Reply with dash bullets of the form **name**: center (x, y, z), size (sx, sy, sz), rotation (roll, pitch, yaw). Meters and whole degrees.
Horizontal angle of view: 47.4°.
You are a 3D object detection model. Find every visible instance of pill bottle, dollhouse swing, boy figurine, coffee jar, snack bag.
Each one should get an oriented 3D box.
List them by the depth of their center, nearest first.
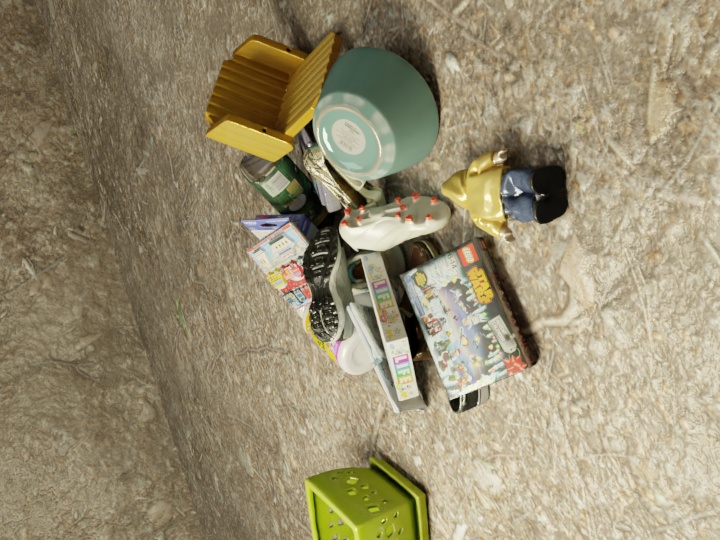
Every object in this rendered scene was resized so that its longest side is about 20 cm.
- **boy figurine**: center (0.184, -0.100, 1.097), size (0.199, 0.064, 0.126), rotation (11, 115, 59)
- **dollhouse swing**: center (-0.149, -0.325, 1.386), size (0.176, 0.179, 0.203), rotation (128, 158, -59)
- **snack bag**: center (0.050, 0.151, 1.401), size (0.202, 0.021, 0.188), rotation (65, -167, 15)
- **coffee jar**: center (-0.130, -0.145, 1.517), size (0.104, 0.085, 0.200), rotation (46, 179, 44)
- **pill bottle**: center (-0.044, 0.107, 1.570), size (0.200, 0.103, 0.106), rotation (38, 137, 47)

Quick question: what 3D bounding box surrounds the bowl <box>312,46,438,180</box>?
- **bowl**: center (0.007, -0.215, 1.221), size (0.198, 0.105, 0.203), rotation (21, 137, 21)

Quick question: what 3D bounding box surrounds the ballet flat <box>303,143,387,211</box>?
- **ballet flat**: center (-0.008, -0.134, 1.338), size (0.200, 0.068, 0.075), rotation (43, 149, -24)

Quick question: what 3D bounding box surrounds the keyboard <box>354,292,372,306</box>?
- **keyboard**: center (-0.040, 0.031, 1.572), size (0.200, 0.056, 0.011), rotation (39, 152, 46)

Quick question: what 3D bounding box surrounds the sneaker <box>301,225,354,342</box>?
- **sneaker**: center (-0.049, 0.024, 1.397), size (0.073, 0.079, 0.204), rotation (-11, 76, 32)

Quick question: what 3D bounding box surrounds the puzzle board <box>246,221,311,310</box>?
- **puzzle board**: center (-0.124, -0.002, 1.504), size (0.151, 0.017, 0.199), rotation (50, 148, -11)

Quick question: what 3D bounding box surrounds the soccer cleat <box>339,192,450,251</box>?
- **soccer cleat**: center (0.059, -0.071, 1.298), size (0.197, 0.070, 0.078), rotation (-5, 138, 31)

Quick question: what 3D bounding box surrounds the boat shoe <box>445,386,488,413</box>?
- **boat shoe**: center (0.146, 0.124, 1.281), size (0.073, 0.067, 0.203), rotation (14, 117, 57)

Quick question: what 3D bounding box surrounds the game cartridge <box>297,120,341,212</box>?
- **game cartridge**: center (-0.082, -0.205, 1.459), size (0.201, 0.038, 0.131), rotation (-115, 14, -51)

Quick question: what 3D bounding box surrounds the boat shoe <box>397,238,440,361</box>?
- **boat shoe**: center (0.097, 0.054, 1.322), size (0.074, 0.074, 0.206), rotation (19, 121, 56)

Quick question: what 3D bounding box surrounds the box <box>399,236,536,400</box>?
- **box**: center (0.155, 0.071, 1.201), size (0.136, 0.040, 0.203), rotation (-27, 80, 28)

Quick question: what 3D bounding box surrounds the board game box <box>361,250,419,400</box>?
- **board game box**: center (0.046, 0.085, 1.301), size (0.201, 0.034, 0.136), rotation (-106, 1, -48)

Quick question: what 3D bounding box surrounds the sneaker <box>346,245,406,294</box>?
- **sneaker**: center (0.000, 0.000, 1.456), size (0.200, 0.080, 0.078), rotation (-30, 79, 60)

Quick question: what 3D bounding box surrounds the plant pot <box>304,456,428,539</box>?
- **plant pot**: center (0.023, 0.493, 1.584), size (0.198, 0.179, 0.203), rotation (24, 126, 53)

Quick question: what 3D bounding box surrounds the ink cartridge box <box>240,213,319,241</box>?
- **ink cartridge box**: center (-0.119, -0.052, 1.526), size (0.118, 0.042, 0.200), rotation (1, 151, 35)
